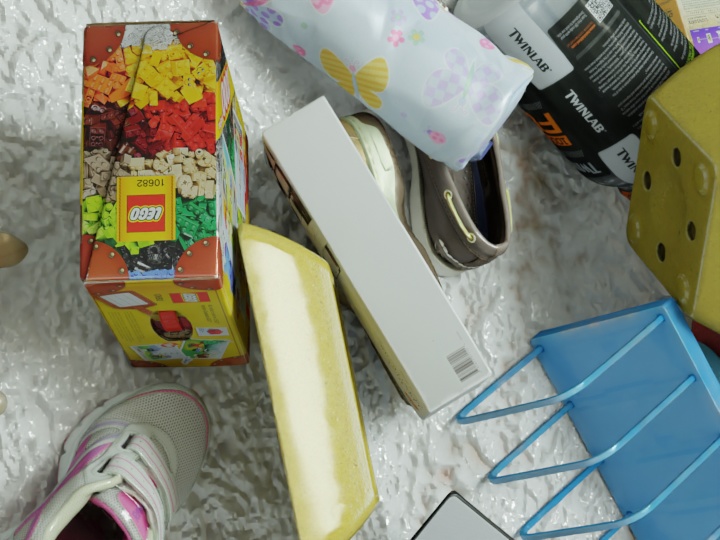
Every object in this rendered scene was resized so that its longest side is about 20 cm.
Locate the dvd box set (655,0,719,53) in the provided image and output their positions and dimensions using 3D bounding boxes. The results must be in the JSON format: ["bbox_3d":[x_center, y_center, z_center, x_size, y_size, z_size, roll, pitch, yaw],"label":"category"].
[{"bbox_3d":[0.310,-0.129,1.823,0.146,0.029,0.201,-14,86,-42],"label":"dvd box set"}]

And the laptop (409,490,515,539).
[{"bbox_3d":[0.076,0.283,1.446,0.187,0.116,0.200,40,89,-25],"label":"laptop"}]

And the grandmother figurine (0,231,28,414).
[{"bbox_3d":[-0.247,0.063,1.281,0.121,0.060,0.201,23,61,-24],"label":"grandmother figurine"}]

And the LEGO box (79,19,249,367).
[{"bbox_3d":[-0.109,-0.039,1.333,0.077,0.200,0.150,-2,75,2],"label":"LEGO box"}]

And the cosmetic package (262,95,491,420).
[{"bbox_3d":[0.008,-0.005,1.440,0.050,0.083,0.201,-31,84,-3],"label":"cosmetic package"}]

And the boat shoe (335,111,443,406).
[{"bbox_3d":[0.000,0.000,1.510,0.076,0.072,0.201,-16,80,-27],"label":"boat shoe"}]

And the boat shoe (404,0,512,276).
[{"bbox_3d":[0.062,-0.100,1.586,0.071,0.059,0.202,-1,78,-40],"label":"boat shoe"}]

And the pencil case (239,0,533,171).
[{"bbox_3d":[0.017,-0.154,1.511,0.199,0.083,0.091,36,60,-3],"label":"pencil case"}]

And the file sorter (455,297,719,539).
[{"bbox_3d":[0.177,0.145,1.565,0.123,0.138,0.201,-36,102,-36],"label":"file sorter"}]

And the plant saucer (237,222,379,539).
[{"bbox_3d":[-0.026,0.074,1.380,0.048,0.200,0.202,-12,85,1],"label":"plant saucer"}]

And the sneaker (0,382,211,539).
[{"bbox_3d":[-0.140,0.139,1.327,0.081,0.088,0.200,50,51,-18],"label":"sneaker"}]

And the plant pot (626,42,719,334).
[{"bbox_3d":[0.294,-0.050,1.566,0.199,0.194,0.197,-6,121,-17],"label":"plant pot"}]

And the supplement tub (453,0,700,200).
[{"bbox_3d":[0.169,-0.146,1.649,0.200,0.122,0.123,46,53,-21],"label":"supplement tub"}]

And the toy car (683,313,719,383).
[{"bbox_3d":[0.347,0.072,1.685,0.184,0.199,0.178,-36,101,-41],"label":"toy car"}]
